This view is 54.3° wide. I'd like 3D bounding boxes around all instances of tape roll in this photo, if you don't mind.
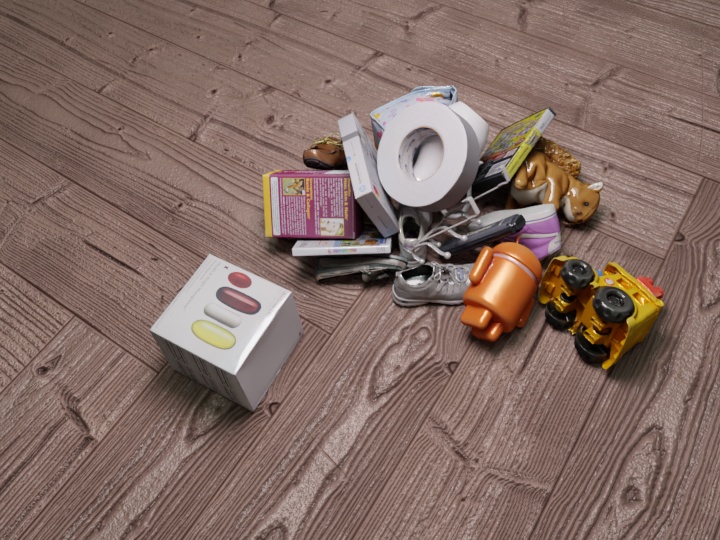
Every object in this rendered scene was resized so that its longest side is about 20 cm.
[{"bbox_3d":[0.130,-0.219,1.366,0.196,0.066,0.207,-4,83,33],"label":"tape roll"}]

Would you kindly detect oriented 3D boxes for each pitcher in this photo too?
[{"bbox_3d":[0.192,-0.225,1.451,0.170,0.121,0.202,37,101,-6],"label":"pitcher"}]

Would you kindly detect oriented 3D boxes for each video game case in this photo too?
[{"bbox_3d":[-0.033,-0.056,1.440,0.194,0.019,0.143,-2,14,5],"label":"video game case"},{"bbox_3d":[0.303,-0.245,1.476,0.025,0.199,0.182,39,77,-12],"label":"video game case"}]

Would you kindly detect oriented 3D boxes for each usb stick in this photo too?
[{"bbox_3d":[0.236,-0.065,1.390,0.055,0.198,0.033,-34,99,-45],"label":"usb stick"}]

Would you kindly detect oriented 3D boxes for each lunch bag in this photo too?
[{"bbox_3d":[0.130,-0.299,1.551,0.197,0.172,0.128,-28,52,-12],"label":"lunch bag"}]

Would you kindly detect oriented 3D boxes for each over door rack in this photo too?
[{"bbox_3d":[0.196,-0.094,1.337,0.067,0.200,0.148,47,49,0],"label":"over door rack"}]

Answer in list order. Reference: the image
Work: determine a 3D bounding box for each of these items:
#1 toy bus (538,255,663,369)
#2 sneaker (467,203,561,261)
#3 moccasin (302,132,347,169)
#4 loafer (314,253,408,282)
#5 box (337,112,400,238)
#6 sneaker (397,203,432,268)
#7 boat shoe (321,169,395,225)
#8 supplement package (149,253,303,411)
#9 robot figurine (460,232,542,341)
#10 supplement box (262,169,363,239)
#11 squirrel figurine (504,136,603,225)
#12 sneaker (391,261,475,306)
[{"bbox_3d":[0.462,0.050,1.310,0.189,0.138,0.201,-23,52,-26],"label":"toy bus"},{"bbox_3d":[0.313,-0.062,1.429,0.197,0.117,0.072,-3,24,44],"label":"sneaker"},{"bbox_3d":[-0.070,-0.262,1.537,0.072,0.080,0.200,8,14,24],"label":"moccasin"},{"bbox_3d":[0.000,0.000,1.431,0.194,0.072,0.065,4,74,17],"label":"loafer"},{"bbox_3d":[0.017,-0.190,1.409,0.040,0.156,0.204,-22,57,13],"label":"box"},{"bbox_3d":[0.114,-0.109,1.465,0.073,0.101,0.204,-3,54,6],"label":"sneaker"},{"bbox_3d":[-0.018,-0.162,1.529,0.196,0.075,0.076,22,59,20],"label":"boat shoe"},{"bbox_3d":[-0.244,0.114,1.318,0.196,0.149,0.193,22,60,21],"label":"supplement package"},{"bbox_3d":[0.270,0.034,1.330,0.142,0.117,0.202,32,76,9],"label":"robot figurine"},{"bbox_3d":[-0.097,-0.140,1.464,0.194,0.135,0.103,3,13,11],"label":"supplement box"},{"bbox_3d":[0.412,-0.189,1.470,0.182,0.143,0.204,14,60,8],"label":"squirrel figurine"},{"bbox_3d":[0.158,0.021,1.380,0.194,0.083,0.076,-12,54,-3],"label":"sneaker"}]
